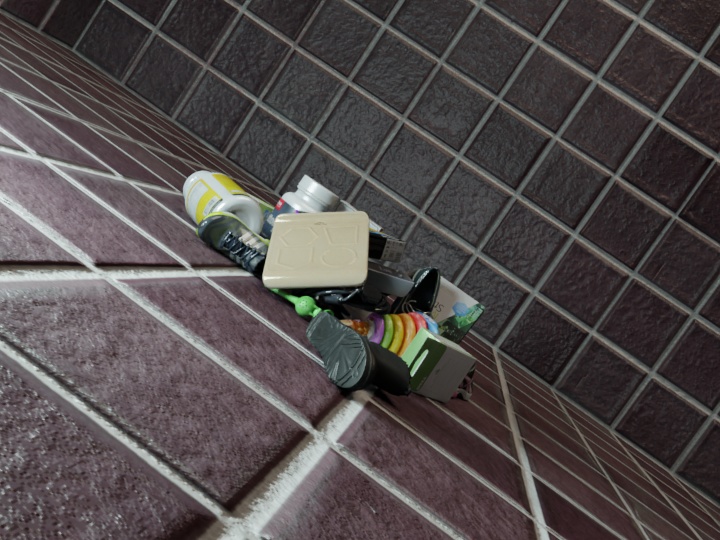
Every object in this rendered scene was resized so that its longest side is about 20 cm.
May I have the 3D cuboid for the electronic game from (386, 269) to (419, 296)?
[{"bbox_3d":[0.039,0.040,1.770,0.200,0.199,0.042,8,62,-80],"label":"electronic game"}]

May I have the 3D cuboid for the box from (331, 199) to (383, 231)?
[{"bbox_3d":[-0.051,-0.045,1.805,0.116,0.200,0.060,36,6,3],"label":"box"}]

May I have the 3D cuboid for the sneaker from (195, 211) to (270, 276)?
[{"bbox_3d":[-0.212,-0.042,1.466,0.200,0.074,0.081,28,12,-40],"label":"sneaker"}]

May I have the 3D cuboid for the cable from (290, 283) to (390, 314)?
[{"bbox_3d":[-0.033,0.056,1.483,0.162,0.051,0.200,-3,-8,26],"label":"cable"}]

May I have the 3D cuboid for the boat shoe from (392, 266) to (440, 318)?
[{"bbox_3d":[0.118,0.084,1.670,0.075,0.201,0.062,30,-14,-8],"label":"boat shoe"}]

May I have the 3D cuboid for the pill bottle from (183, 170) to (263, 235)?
[{"bbox_3d":[-0.277,-0.125,1.566,0.112,0.112,0.200,30,7,-40],"label":"pill bottle"}]

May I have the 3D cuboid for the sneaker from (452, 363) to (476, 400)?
[{"bbox_3d":[0.215,0.220,1.694,0.080,0.087,0.200,37,5,15],"label":"sneaker"}]

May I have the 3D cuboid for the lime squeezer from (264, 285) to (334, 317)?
[{"bbox_3d":[-0.082,0.080,1.418,0.199,0.038,0.071,33,-26,-10],"label":"lime squeezer"}]

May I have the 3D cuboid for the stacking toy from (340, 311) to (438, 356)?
[{"bbox_3d":[0.040,0.121,1.527,0.199,0.110,0.116,15,13,-28],"label":"stacking toy"}]

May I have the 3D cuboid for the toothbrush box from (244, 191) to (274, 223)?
[{"bbox_3d":[-0.265,-0.131,1.807,0.145,0.086,0.200,30,3,29],"label":"toothbrush box"}]

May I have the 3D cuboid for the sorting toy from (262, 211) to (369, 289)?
[{"bbox_3d":[-0.076,-0.035,1.461,0.184,0.037,0.201,-2,39,4],"label":"sorting toy"}]

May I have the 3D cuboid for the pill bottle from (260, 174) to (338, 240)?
[{"bbox_3d":[-0.139,-0.101,1.742,0.119,0.201,0.120,34,4,-3],"label":"pill bottle"}]

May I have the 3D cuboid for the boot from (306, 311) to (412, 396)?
[{"bbox_3d":[0.014,0.143,1.192,0.162,0.074,0.198,36,3,-31],"label":"boot"}]

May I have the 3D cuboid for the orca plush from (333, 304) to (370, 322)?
[{"bbox_3d":[-0.032,0.084,1.637,0.200,0.071,0.106,24,56,-46],"label":"orca plush"}]

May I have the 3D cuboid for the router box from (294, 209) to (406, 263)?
[{"bbox_3d":[-0.024,-0.069,1.646,0.149,0.051,0.199,24,9,39],"label":"router box"}]

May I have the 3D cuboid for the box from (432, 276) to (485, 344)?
[{"bbox_3d":[0.156,0.114,1.730,0.144,0.200,0.036,35,-24,13],"label":"box"}]

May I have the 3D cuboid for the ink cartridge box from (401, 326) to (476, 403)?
[{"bbox_3d":[0.122,0.169,1.452,0.059,0.104,0.200,37,6,36],"label":"ink cartridge box"}]

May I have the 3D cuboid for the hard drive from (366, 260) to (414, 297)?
[{"bbox_3d":[0.000,0.000,1.568,0.199,0.043,0.135,18,7,-7],"label":"hard drive"}]

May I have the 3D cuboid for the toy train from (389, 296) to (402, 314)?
[{"bbox_3d":[0.139,0.139,1.797,0.200,0.115,0.087,37,6,31],"label":"toy train"}]
